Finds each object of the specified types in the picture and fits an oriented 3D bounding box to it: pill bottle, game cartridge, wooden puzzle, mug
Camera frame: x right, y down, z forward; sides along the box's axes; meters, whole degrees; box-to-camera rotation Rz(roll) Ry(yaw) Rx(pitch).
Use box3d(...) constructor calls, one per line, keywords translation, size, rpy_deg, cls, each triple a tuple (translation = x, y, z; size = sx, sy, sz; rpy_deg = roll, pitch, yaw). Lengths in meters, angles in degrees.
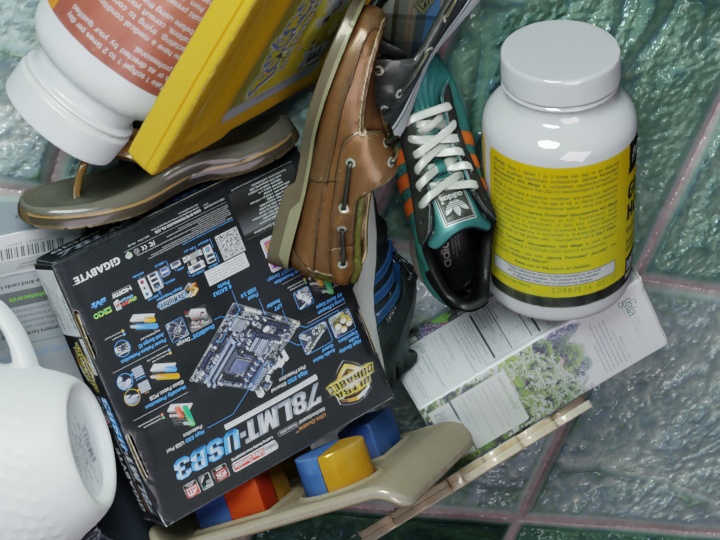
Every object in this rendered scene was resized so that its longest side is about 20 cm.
box3d(translation=(0.144, -0.073, 1.418), size=(0.111, 0.113, 0.201), rpy_deg=(-14, 128, -13), cls="pill bottle")
box3d(translation=(-0.047, -0.157, 1.227), size=(0.200, 0.032, 0.177), rpy_deg=(-40, 168, -52), cls="game cartridge")
box3d(translation=(-0.133, -0.169, 1.233), size=(0.112, 0.112, 0.200), rpy_deg=(29, 109, -36), cls="pill bottle")
box3d(translation=(-0.035, 0.145, 1.423), size=(0.198, 0.185, 0.047), rpy_deg=(-13, 95, 21), cls="wooden puzzle")
box3d(translation=(-0.264, 0.110, 1.301), size=(0.174, 0.148, 0.202), rpy_deg=(-14, 87, 10), cls="mug")

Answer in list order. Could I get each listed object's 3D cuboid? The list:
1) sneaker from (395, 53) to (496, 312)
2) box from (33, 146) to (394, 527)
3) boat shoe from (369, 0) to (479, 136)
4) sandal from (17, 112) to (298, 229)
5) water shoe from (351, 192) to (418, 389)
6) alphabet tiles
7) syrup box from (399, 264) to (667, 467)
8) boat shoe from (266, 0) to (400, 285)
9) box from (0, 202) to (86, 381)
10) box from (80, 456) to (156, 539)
box3d(translation=(0.060, -0.064, 1.392), size=(0.071, 0.080, 0.202), rpy_deg=(-20, 113, -9), cls="sneaker")
box3d(translation=(-0.097, 0.042, 1.360), size=(0.199, 0.050, 0.200), rpy_deg=(-28, 106, -22), cls="box")
box3d(translation=(0.017, -0.151, 1.330), size=(0.201, 0.068, 0.057), rpy_deg=(-57, 161, 12), cls="boat shoe")
box3d(translation=(-0.139, -0.078, 1.322), size=(0.198, 0.082, 0.055), rpy_deg=(-19, 110, -10), cls="sandal")
box3d(translation=(0.000, 0.000, 1.452), size=(0.079, 0.071, 0.202), rpy_deg=(-33, 132, -42), cls="water shoe")
box3d(translation=(0.090, 0.155, 1.537), size=(0.199, 0.015, 0.196), rpy_deg=(-27, 171, -37), cls="alphabet tiles")
box3d(translation=(0.130, 0.058, 1.526), size=(0.199, 0.082, 0.079), rpy_deg=(-31, 131, 0), cls="syrup box")
box3d(translation=(-0.004, -0.083, 1.294), size=(0.067, 0.072, 0.201), rpy_deg=(19, 123, 4), cls="boat shoe")
box3d(translation=(-0.263, 0.051, 1.383), size=(0.155, 0.041, 0.201), rpy_deg=(-12, 127, -14), cls="box")
box3d(translation=(-0.221, 0.234, 1.451), size=(0.196, 0.124, 0.200), rpy_deg=(-34, 140, 13), cls="box")
